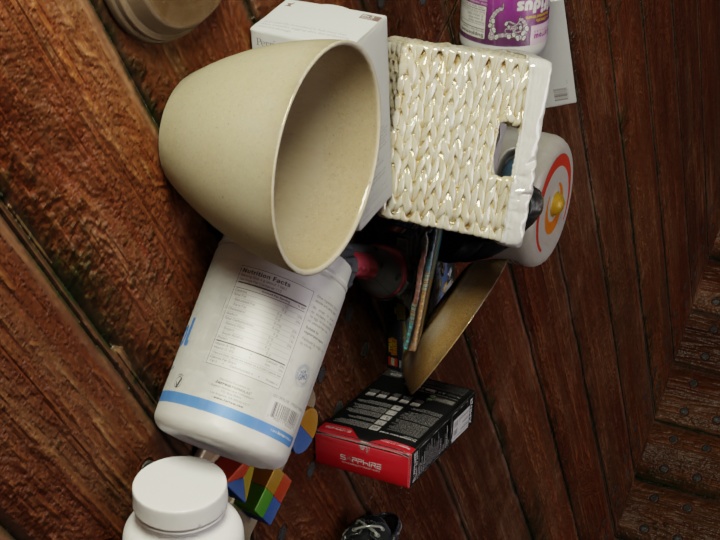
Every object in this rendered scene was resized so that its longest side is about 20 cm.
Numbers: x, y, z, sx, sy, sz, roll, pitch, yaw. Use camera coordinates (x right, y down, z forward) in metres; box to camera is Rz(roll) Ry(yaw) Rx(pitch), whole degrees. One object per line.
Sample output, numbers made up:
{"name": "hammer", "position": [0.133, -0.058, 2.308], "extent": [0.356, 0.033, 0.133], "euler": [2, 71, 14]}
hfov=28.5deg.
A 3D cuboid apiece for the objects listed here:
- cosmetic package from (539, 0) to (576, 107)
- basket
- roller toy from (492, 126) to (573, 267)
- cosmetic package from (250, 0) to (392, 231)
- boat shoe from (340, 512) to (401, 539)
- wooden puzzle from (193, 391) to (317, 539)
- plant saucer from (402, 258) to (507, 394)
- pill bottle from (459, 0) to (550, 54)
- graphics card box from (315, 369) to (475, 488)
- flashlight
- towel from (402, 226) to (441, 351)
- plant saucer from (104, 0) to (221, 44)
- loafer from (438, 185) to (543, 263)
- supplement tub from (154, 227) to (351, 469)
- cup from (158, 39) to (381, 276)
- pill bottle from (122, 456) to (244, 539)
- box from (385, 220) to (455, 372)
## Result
{"name": "cosmetic package", "position": [0.251, -0.344, 1.918], "extent": [0.200, 0.051, 0.151], "euler": [70, 15, -52]}
{"name": "basket", "position": [0.096, -0.144, 1.510], "extent": [0.200, 0.160, 0.199], "euler": [-121, -141, -76]}
{"name": "roller toy", "position": [0.208, -0.099, 1.908], "extent": [0.182, 0.139, 0.201], "euler": [-48, 145, -47]}
{"name": "cosmetic package", "position": [-0.035, -0.149, 1.360], "extent": [0.081, 0.112, 0.201], "euler": [-51, 144, -46]}
{"name": "boat shoe", "position": [0.008, 0.341, 1.775], "extent": [0.200, 0.071, 0.068], "euler": [3, 101, -69]}
{"name": "wooden puzzle", "position": [-0.101, 0.178, 1.466], "extent": [0.201, 0.046, 0.185], "euler": [-68, 155, -20]}
{"name": "plant saucer", "position": [0.104, 0.058, 1.705], "extent": [0.201, 0.035, 0.200], "euler": [-55, 180, -1]}
{"name": "pill bottle", "position": [0.179, -0.327, 1.754], "extent": [0.112, 0.112, 0.201], "euler": [-42, 139, -53]}
{"name": "graphics card box", "position": [0.045, 0.187, 1.706], "extent": [0.200, 0.125, 0.051], "euler": [-36, 133, -57]}
{"name": "flashlight", "position": [0.000, 0.000, 1.578], "extent": [0.200, 0.067, 0.068], "euler": [1, 103, -68]}
{"name": "towel", "position": [0.074, 0.005, 1.629], "extent": [0.200, 0.022, 0.147], "euler": [-55, 155, -79]}
{"name": "plant saucer", "position": [-0.146, -0.280, 1.137], "extent": [0.200, 0.029, 0.201], "euler": [-43, 140, -51]}
{"name": "loafer", "position": [0.164, -0.058, 1.675], "extent": [0.072, 0.200, 0.073], "euler": [4, 76, -26]}
{"name": "supplement tub", "position": [-0.098, 0.070, 1.306], "extent": [0.201, 0.131, 0.132], "euler": [-71, 156, -15]}
{"name": "cup", "position": [-0.087, -0.109, 1.218], "extent": [0.200, 0.143, 0.201], "euler": [-45, 142, -51]}
{"name": "pill bottle", "position": [-0.160, 0.276, 1.298], "extent": [0.112, 0.112, 0.201], "euler": [-44, 141, -52]}
{"name": "box", "position": [0.077, 0.012, 1.794], "extent": [0.137, 0.040, 0.201], "euler": [-44, 141, -51]}
